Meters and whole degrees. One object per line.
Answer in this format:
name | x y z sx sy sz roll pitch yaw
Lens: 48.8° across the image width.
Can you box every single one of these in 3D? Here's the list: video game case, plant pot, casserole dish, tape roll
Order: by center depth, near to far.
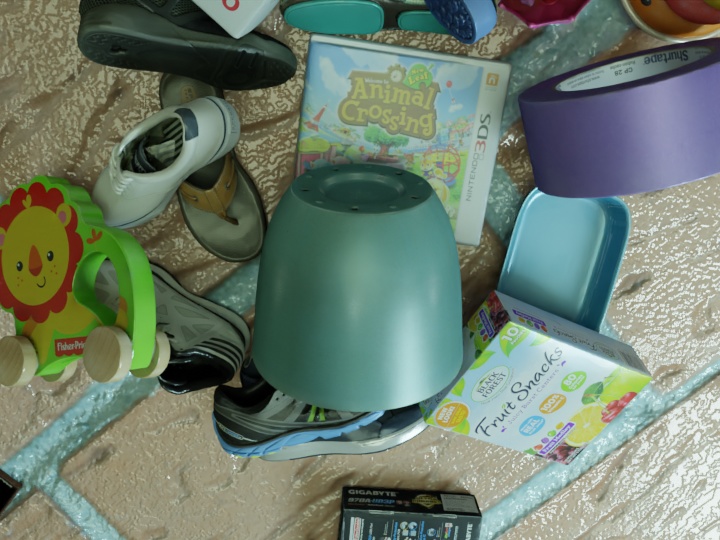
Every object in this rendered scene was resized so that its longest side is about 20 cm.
tape roll | 0.244 -0.136 0.696 0.197 0.200 0.086 -17 106 2
plant pot | 0.000 0.000 0.710 0.198 0.201 0.163 1 117 -3
video game case | 0.037 -0.125 0.781 0.197 0.022 0.185 7 106 -5
casserole dish | 0.201 -0.002 0.818 0.119 0.039 0.203 11 105 -6

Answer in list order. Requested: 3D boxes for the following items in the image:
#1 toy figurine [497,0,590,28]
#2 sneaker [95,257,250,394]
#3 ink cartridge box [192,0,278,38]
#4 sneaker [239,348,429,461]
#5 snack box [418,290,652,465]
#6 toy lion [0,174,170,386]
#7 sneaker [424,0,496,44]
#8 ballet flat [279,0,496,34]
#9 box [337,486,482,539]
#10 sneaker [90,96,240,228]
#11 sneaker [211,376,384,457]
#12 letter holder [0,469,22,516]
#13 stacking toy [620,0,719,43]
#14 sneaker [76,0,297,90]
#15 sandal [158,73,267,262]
toy figurine | 0.155 -0.297 0.666 0.148 0.200 0.186 7 121 25
sneaker | -0.203 0.051 0.770 0.198 0.116 0.076 24 104 -9
ink cartridge box | -0.080 -0.310 0.615 0.145 0.145 0.200 39 111 -14
sneaker | -0.025 0.113 0.819 0.199 0.077 0.148 -9 109 1
snack box | 0.174 0.115 0.800 0.198 0.053 0.143 21 118 -27
toy lion | -0.272 0.007 0.735 0.198 0.068 0.195 -6 86 30
sneaker | 0.075 -0.280 0.669 0.077 0.070 0.201 -25 66 -6
ballet flat | 0.025 -0.254 0.727 0.197 0.074 0.075 2 106 -6
box | 0.047 0.352 0.909 0.157 0.046 0.203 4 106 -4
sneaker | -0.197 -0.098 0.717 0.199 0.070 0.074 -32 78 34
sneaker | -0.045 0.111 0.744 0.197 0.071 0.084 -18 108 -3
letter holder | -0.469 0.296 0.813 0.100 0.142 0.200 41 100 -13
stacking toy | 0.312 -0.266 0.662 0.144 0.200 0.148 -1 106 -3
sneaker | -0.148 -0.229 0.710 0.197 0.076 0.116 5 69 -27
sandal | -0.145 -0.100 0.761 0.081 0.055 0.203 -10 107 0
